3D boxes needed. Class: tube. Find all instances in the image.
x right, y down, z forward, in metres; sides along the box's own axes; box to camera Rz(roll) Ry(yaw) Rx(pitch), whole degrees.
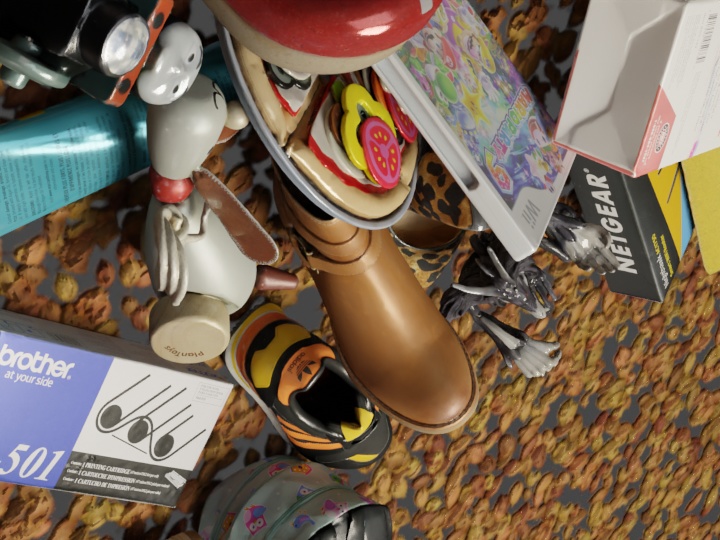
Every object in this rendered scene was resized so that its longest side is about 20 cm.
[{"bbox_3d":[-0.146,-0.078,0.951,0.199,0.050,0.078,-26,133,-25],"label":"tube"}]

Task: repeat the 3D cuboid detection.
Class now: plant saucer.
[{"bbox_3d":[0.311,-0.129,1.307,0.201,0.048,0.201,-63,147,-31],"label":"plant saucer"}]

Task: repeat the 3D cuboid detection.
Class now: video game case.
[{"bbox_3d":[0.058,-0.118,1.004,0.201,0.018,0.143,53,30,-13],"label":"video game case"}]

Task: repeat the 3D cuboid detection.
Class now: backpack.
[{"bbox_3d":[-0.050,0.239,1.193,0.166,0.126,0.202,-28,133,-45],"label":"backpack"}]

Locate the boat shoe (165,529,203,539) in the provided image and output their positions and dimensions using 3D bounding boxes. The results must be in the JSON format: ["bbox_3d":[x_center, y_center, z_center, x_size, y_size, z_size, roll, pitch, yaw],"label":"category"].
[{"bbox_3d":[-0.146,0.280,1.172,0.064,0.072,0.202,-9,120,-30],"label":"boat shoe"}]

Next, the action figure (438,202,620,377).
[{"bbox_3d":[0.124,0.003,1.168,0.119,0.102,0.200,-54,174,17],"label":"action figure"}]

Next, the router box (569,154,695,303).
[{"bbox_3d":[0.218,-0.095,1.258,0.150,0.051,0.201,-62,146,-26],"label":"router box"}]

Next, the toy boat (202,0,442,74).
[{"bbox_3d":[-0.031,-0.204,0.847,0.130,0.200,0.131,-40,178,-39],"label":"toy boat"}]

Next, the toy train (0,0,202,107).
[{"bbox_3d":[-0.164,-0.140,0.782,0.086,0.199,0.114,-63,154,6],"label":"toy train"}]

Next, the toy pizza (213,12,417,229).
[{"bbox_3d":[-0.016,-0.122,0.957,0.031,0.202,0.200,-22,150,28],"label":"toy pizza"}]

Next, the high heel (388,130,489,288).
[{"bbox_3d":[0.053,-0.023,1.097,0.070,0.143,0.201,-9,137,-8],"label":"high heel"}]

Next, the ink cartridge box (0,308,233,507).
[{"bbox_3d":[-0.177,0.088,1.028,0.199,0.044,0.095,18,100,-49],"label":"ink cartridge box"}]

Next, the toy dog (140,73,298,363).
[{"bbox_3d":[-0.077,-0.028,0.952,0.095,0.134,0.200,-3,163,-11],"label":"toy dog"}]

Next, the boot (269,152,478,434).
[{"bbox_3d":[0.000,0.000,1.012,0.073,0.201,0.155,-34,157,-8],"label":"boot"}]

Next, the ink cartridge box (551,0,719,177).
[{"bbox_3d":[0.211,-0.141,1.098,0.199,0.067,0.118,-19,128,-55],"label":"ink cartridge box"}]

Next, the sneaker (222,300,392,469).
[{"bbox_3d":[-0.019,0.102,1.158,0.070,0.090,0.200,-49,139,-7],"label":"sneaker"}]
